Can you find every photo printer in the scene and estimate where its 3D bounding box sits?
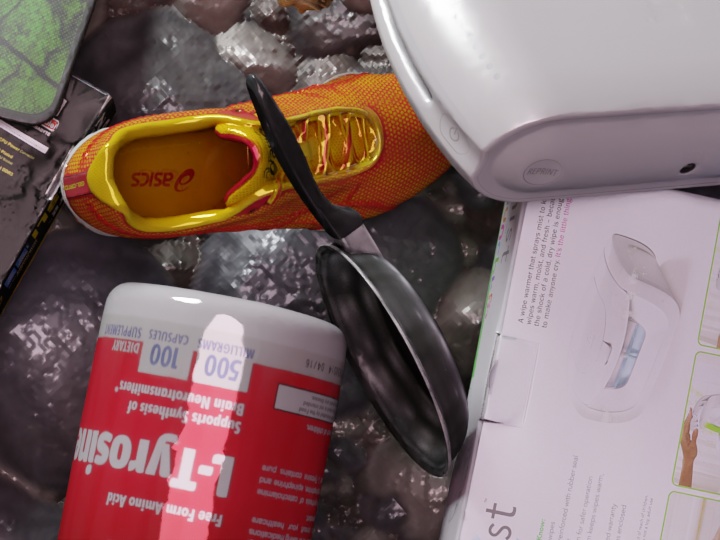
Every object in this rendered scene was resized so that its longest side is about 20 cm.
[{"bbox_3d":[0.104,-0.111,1.070,0.199,0.070,0.167,-5,55,-22],"label":"photo printer"}]

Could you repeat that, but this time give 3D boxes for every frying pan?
[{"bbox_3d":[-0.003,0.004,1.065,0.031,0.115,0.191,-27,88,-14],"label":"frying pan"}]

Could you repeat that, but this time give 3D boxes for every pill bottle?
[{"bbox_3d":[-0.077,0.113,1.071,0.112,0.112,0.201,11,84,-2],"label":"pill bottle"}]

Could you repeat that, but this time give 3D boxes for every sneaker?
[{"bbox_3d":[-0.034,-0.047,1.094,0.199,0.077,0.073,-15,96,-23],"label":"sneaker"}]

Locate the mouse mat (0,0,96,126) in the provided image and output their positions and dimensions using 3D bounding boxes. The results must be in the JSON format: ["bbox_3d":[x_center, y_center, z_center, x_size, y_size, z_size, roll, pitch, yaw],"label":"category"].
[{"bbox_3d":[-0.189,-0.175,1.115,0.160,0.008,0.201,18,67,-5],"label":"mouse mat"}]

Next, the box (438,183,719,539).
[{"bbox_3d":[0.136,0.068,1.094,0.176,0.097,0.201,11,85,-1],"label":"box"}]

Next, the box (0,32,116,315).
[{"bbox_3d":[-0.237,-0.057,1.111,0.199,0.049,0.160,29,81,0],"label":"box"}]

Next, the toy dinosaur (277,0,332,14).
[{"bbox_3d":[0.038,-0.183,1.143,0.199,0.058,0.102,-20,103,-15],"label":"toy dinosaur"}]
